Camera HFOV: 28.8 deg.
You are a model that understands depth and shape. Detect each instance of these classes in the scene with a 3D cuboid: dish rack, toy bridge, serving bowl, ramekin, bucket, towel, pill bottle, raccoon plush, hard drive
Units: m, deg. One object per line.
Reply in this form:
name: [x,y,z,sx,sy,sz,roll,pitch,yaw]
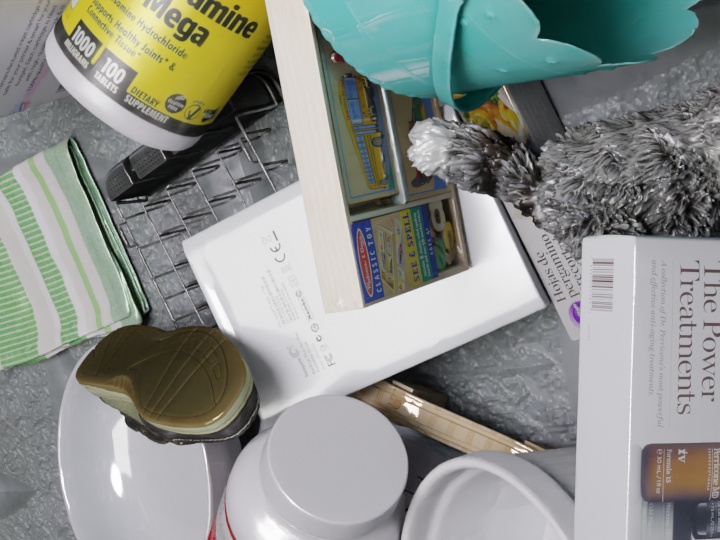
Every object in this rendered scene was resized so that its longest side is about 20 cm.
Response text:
dish rack: [-0.084,-0.015,0.946,0.153,0.054,0.201,-30,86,37]
toy bridge: [0.034,0.089,0.909,0.200,0.067,0.027,24,91,27]
serving bowl: [-0.148,0.146,1.052,0.200,0.066,0.201,7,100,47]
ramekin: [0.118,0.194,0.795,0.200,0.105,0.201,23,118,55]
bucket: [0.068,-0.182,0.691,0.135,0.207,0.208,-8,105,48]
towel: [-0.262,-0.003,1.114,0.200,0.023,0.153,-19,96,40]
pill bottle: [-0.036,0.164,0.886,0.112,0.112,0.200,42,144,14]
pill bottle: [-0.092,-0.179,0.838,0.112,0.112,0.200,43,109,13]
raccoon plush: [0.136,-0.071,0.718,0.199,0.097,0.134,16,121,-11]
hard drive: [0.000,0.000,0.858,0.200,0.026,0.132,-26,88,22]

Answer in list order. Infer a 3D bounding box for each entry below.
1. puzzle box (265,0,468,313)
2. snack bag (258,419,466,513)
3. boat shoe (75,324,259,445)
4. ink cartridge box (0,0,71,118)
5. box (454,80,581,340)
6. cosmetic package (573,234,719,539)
puzzle box: [0.004,-0.086,0.757,0.025,0.133,0.201,-8,95,30]
snack bag: [-0.005,0.176,1.006,0.188,0.021,0.201,27,123,25]
boat shoe: [-0.116,0.080,0.913,0.066,0.072,0.201,48,157,-29]
ink cartridge box: [-0.219,-0.176,0.895,0.084,0.200,0.145,46,128,10]
box: [0.102,-0.058,0.817,0.039,0.041,0.201,-24,95,41]
cosmetic package: [0.181,0.085,0.681,0.052,0.150,0.201,-177,88,-67]
